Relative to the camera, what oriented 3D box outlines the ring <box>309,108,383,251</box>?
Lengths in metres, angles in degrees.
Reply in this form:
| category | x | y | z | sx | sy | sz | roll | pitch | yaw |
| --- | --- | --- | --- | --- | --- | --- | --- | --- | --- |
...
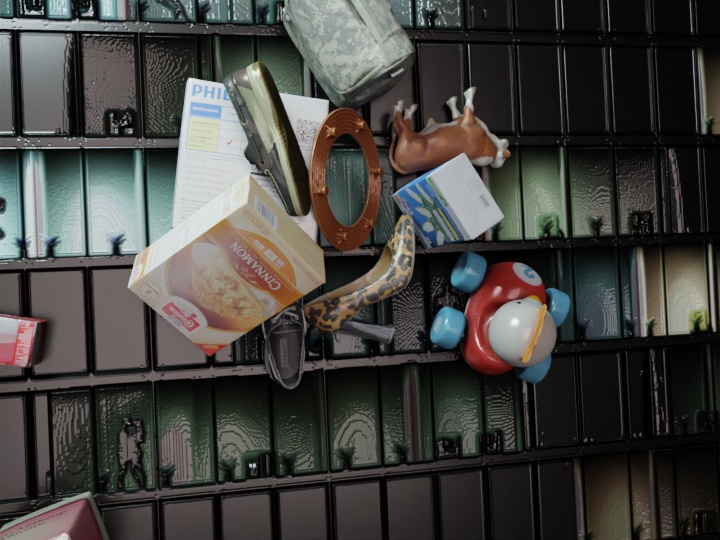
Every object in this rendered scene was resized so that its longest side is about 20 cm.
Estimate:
| category | x | y | z | sx | sy | sz | roll | pitch | yaw |
| --- | --- | --- | --- | --- | --- | --- | --- | --- | --- |
| ring | -0.013 | -0.127 | 1.082 | 0.019 | 0.200 | 0.202 | 3 | 87 | 29 |

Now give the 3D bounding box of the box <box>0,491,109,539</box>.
| category | x | y | z | sx | sy | sz | roll | pitch | yaw |
| --- | --- | --- | --- | --- | --- | --- | --- | --- | --- |
| box | -0.395 | 0.373 | 0.963 | 0.127 | 0.200 | 0.109 | -20 | 93 | -12 |

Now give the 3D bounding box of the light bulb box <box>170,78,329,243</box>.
| category | x | y | z | sx | sy | sz | roll | pitch | yaw |
| --- | --- | --- | --- | --- | --- | --- | --- | --- | --- |
| light bulb box | -0.154 | -0.140 | 1.070 | 0.197 | 0.125 | 0.201 | 7 | 86 | -12 |

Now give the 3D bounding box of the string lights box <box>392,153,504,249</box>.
| category | x | y | z | sx | sy | sz | roll | pitch | yaw |
| --- | --- | --- | --- | --- | --- | --- | --- | --- | --- |
| string lights box | 0.119 | -0.093 | 1.091 | 0.059 | 0.200 | 0.103 | -34 | 95 | -12 |

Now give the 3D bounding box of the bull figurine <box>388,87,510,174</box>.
| category | x | y | z | sx | sy | sz | roll | pitch | yaw |
| --- | --- | --- | --- | --- | --- | --- | --- | --- | --- |
| bull figurine | 0.136 | -0.206 | 1.168 | 0.199 | 0.065 | 0.122 | -11 | 87 | -15 |

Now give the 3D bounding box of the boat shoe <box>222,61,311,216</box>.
| category | x | y | z | sx | sy | sz | roll | pitch | yaw |
| --- | --- | --- | --- | --- | --- | --- | --- | --- | --- |
| boat shoe | -0.119 | -0.162 | 0.984 | 0.066 | 0.072 | 0.202 | -14 | 105 | 14 |

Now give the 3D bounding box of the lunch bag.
| category | x | y | z | sx | sy | sz | roll | pitch | yaw |
| --- | --- | --- | --- | --- | --- | --- | --- | --- | --- |
| lunch bag | -0.014 | -0.347 | 1.085 | 0.139 | 0.168 | 0.201 | -33 | 95 | -12 |

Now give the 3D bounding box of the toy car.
| category | x | y | z | sx | sy | sz | roll | pitch | yaw |
| --- | --- | --- | --- | --- | --- | --- | --- | --- | --- |
| toy car | 0.231 | 0.071 | 1.112 | 0.184 | 0.200 | 0.178 | 23 | 84 | -11 |

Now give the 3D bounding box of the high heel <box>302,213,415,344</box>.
| category | x | y | z | sx | sy | sz | roll | pitch | yaw |
| --- | --- | --- | --- | --- | --- | --- | --- | --- | --- |
| high heel | 0.000 | 0.000 | 1.128 | 0.142 | 0.071 | 0.201 | 14 | 90 | -13 |

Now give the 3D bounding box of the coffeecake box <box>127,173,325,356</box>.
| category | x | y | z | sx | sy | sz | roll | pitch | yaw |
| --- | --- | --- | --- | --- | --- | --- | --- | --- | --- |
| coffeecake box | -0.170 | -0.002 | 0.989 | 0.200 | 0.073 | 0.154 | -32 | 123 | 18 |

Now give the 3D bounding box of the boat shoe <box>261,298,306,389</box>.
| category | x | y | z | sx | sy | sz | roll | pitch | yaw |
| --- | --- | --- | --- | --- | --- | --- | --- | --- | --- |
| boat shoe | -0.111 | 0.069 | 1.082 | 0.071 | 0.068 | 0.201 | -4 | 102 | -18 |

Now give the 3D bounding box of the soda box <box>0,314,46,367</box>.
| category | x | y | z | sx | sy | sz | roll | pitch | yaw |
| --- | --- | --- | --- | --- | --- | --- | --- | --- | --- |
| soda box | -0.526 | 0.083 | 1.008 | 0.199 | 0.070 | 0.064 | 10 | 86 | -12 |
